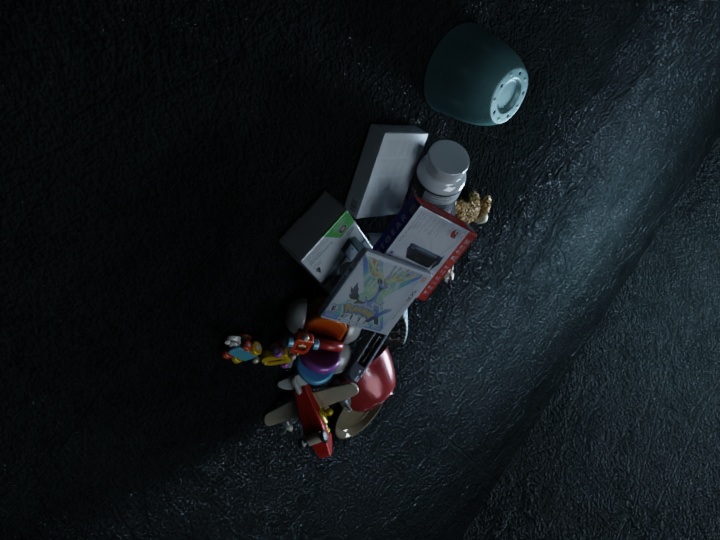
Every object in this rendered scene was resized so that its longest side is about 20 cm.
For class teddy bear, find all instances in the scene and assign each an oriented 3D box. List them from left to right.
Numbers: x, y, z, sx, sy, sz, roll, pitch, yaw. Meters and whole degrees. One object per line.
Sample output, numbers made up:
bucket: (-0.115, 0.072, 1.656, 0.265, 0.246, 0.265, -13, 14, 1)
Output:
teddy bear: (0.276, -0.149, 1.896, 0.199, 0.067, 0.146, 12, 114, -54)

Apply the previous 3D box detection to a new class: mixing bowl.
mixing bowl: (0.017, 0.294, 1.864, 0.199, 0.109, 0.200, -35, 180, 0)

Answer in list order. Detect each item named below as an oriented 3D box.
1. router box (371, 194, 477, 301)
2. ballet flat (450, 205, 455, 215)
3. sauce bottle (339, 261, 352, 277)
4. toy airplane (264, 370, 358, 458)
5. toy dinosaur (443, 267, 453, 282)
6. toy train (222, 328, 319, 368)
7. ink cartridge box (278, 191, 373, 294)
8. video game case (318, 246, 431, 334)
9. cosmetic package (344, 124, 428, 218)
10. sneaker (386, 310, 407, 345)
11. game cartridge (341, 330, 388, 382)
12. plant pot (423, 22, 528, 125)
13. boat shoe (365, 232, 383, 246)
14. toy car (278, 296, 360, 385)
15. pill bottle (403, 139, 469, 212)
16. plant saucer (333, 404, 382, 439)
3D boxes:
router box: (0.127, -0.045, 1.570, 0.178, 0.049, 0.201, 21, 116, -35)
ballet flat: (0.208, -0.172, 1.768, 0.069, 0.070, 0.202, 100, 2, -65)
sauce bottle: (0.004, 0.050, 1.595, 0.066, 0.066, 0.200, -45, 147, -10)
toy airplane: (-0.122, 0.335, 1.775, 0.201, 0.198, 0.141, -67, 162, 3)
toy dinosaur: (0.188, -0.057, 1.862, 0.135, 0.086, 0.202, -28, 135, -33)
toy train: (-0.194, 0.152, 1.531, 0.197, 0.056, 0.151, 6, 146, -16)
ink cartridge box: (-0.065, -0.050, 1.550, 0.146, 0.084, 0.200, -48, 148, -5)
video game case: (0.033, 0.049, 1.547, 0.198, 0.022, 0.183, 19, 117, -38)
cosmetic package: (0.055, -0.217, 1.573, 0.150, 0.052, 0.202, -9, 127, -46)
sneaker: (0.103, 0.097, 1.868, 0.090, 0.078, 0.203, -24, 116, -56)
game cartridge: (0.023, 0.174, 1.717, 0.201, 0.041, 0.133, -57, -171, -12)
plant pot: (0.262, -0.407, 1.550, 0.200, 0.161, 0.202, -32, 142, -29)
boat shoe: (0.000, 0.000, 1.707, 0.066, 0.073, 0.202, 11, 103, -38)
toy car: (-0.091, 0.168, 1.617, 0.173, 0.150, 0.202, 11, 115, -15)
pill bottle: (0.173, -0.197, 1.630, 0.116, 0.117, 0.201, -34, 162, -26)
plant saucer: (-0.007, 0.405, 2.103, 0.199, 0.029, 0.202, -32, 141, -30)
